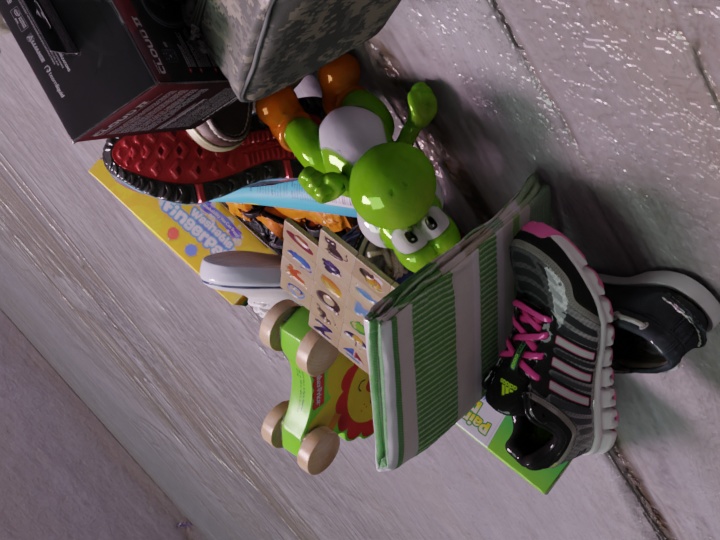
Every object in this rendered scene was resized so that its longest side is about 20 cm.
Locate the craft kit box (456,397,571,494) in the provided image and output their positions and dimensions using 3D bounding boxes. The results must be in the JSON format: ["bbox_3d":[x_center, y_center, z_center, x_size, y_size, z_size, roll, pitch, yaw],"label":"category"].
[{"bbox_3d":[0.104,0.107,1.290,0.200,0.049,0.197,38,-170,10],"label":"craft kit box"}]

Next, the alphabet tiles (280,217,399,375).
[{"bbox_3d":[0.003,0.037,1.147,0.166,0.006,0.200,39,160,11],"label":"alphabet tiles"}]

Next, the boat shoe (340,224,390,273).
[{"bbox_3d":[0.000,0.000,1.225,0.062,0.075,0.200,30,169,6],"label":"boat shoe"}]

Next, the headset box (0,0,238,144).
[{"bbox_3d":[-0.161,-0.169,0.972,0.149,0.077,0.200,60,-159,2],"label":"headset box"}]

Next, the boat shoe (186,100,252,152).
[{"bbox_3d":[-0.109,-0.190,1.084,0.072,0.072,0.201,-6,92,50],"label":"boat shoe"}]

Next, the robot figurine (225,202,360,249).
[{"bbox_3d":[-0.062,-0.064,1.363,0.200,0.058,0.145,27,155,38],"label":"robot figurine"}]

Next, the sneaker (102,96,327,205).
[{"bbox_3d":[-0.112,-0.087,1.170,0.095,0.199,0.080,159,104,-64],"label":"sneaker"}]

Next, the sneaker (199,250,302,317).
[{"bbox_3d":[-0.069,0.025,1.381,0.199,0.071,0.073,7,-171,-44],"label":"sneaker"}]

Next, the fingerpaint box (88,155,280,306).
[{"bbox_3d":[-0.175,-0.053,1.525,0.200,0.073,0.167,43,178,0],"label":"fingerpaint box"}]

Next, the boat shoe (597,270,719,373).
[{"bbox_3d":[0.186,0.043,1.088,0.076,0.060,0.200,45,161,-6],"label":"boat shoe"}]

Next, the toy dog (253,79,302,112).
[{"bbox_3d":[-0.128,-0.166,1.218,0.132,0.096,0.200,45,161,-4],"label":"toy dog"}]

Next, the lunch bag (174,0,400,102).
[{"bbox_3d":[-0.056,-0.223,0.909,0.168,0.139,0.200,58,162,7],"label":"lunch bag"}]

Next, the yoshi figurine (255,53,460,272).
[{"bbox_3d":[0.004,-0.085,1.058,0.112,0.113,0.200,7,-145,-44],"label":"yoshi figurine"}]

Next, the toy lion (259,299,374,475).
[{"bbox_3d":[-0.006,0.087,1.398,0.069,0.191,0.201,30,137,31],"label":"toy lion"}]

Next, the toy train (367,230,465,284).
[{"bbox_3d":[0.076,0.018,1.142,0.115,0.085,0.200,26,-175,12],"label":"toy train"}]

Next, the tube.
[{"bbox_3d":[-0.054,-0.082,1.261,0.199,0.078,0.050,13,168,37],"label":"tube"}]

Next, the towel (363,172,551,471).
[{"bbox_3d":[0.073,0.038,1.041,0.023,0.200,0.153,23,135,32],"label":"towel"}]

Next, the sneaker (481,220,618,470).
[{"bbox_3d":[0.128,0.063,1.044,0.074,0.087,0.201,33,143,51],"label":"sneaker"}]

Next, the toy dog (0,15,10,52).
[{"bbox_3d":[-0.373,-0.279,1.309,0.194,0.200,0.139,50,159,-21],"label":"toy dog"}]
